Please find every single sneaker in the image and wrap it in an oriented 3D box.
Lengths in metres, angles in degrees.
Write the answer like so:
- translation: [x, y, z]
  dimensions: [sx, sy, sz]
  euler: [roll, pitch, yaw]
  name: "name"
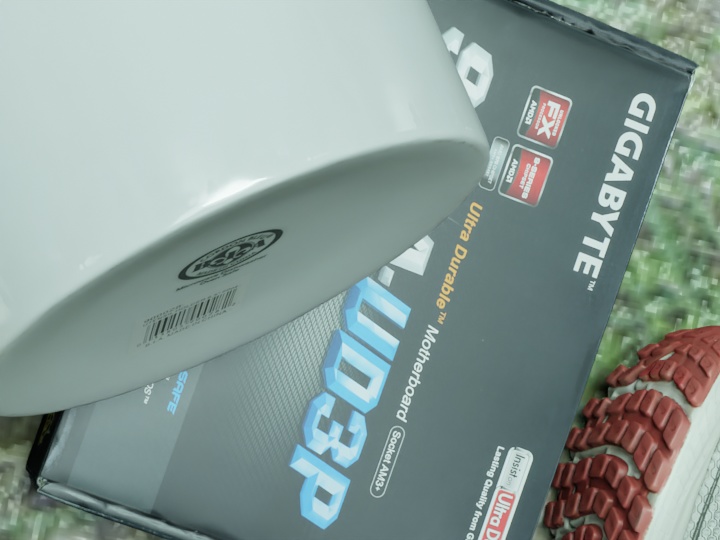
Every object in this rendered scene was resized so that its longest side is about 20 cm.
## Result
- translation: [0.102, 0.116, 0.824]
  dimensions: [0.082, 0.078, 0.202]
  euler: [8, 100, -17]
  name: "sneaker"

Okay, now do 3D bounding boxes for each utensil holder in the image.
- translation: [-0.075, -0.085, 0.689]
  dimensions: [0.169, 0.170, 0.201]
  euler: [-24, 77, -10]
  name: "utensil holder"

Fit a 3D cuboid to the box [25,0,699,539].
- translation: [0.000, 0.000, 0.803]
  dimensions: [0.158, 0.046, 0.201]
  euler: [21, 88, -12]
  name: "box"
